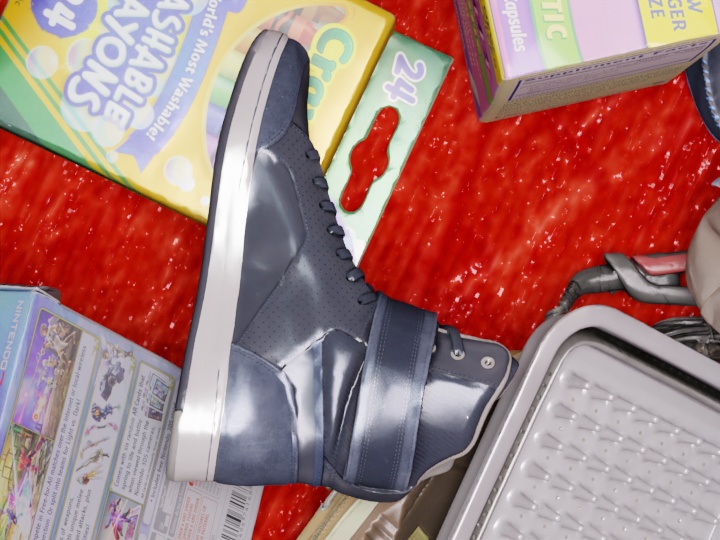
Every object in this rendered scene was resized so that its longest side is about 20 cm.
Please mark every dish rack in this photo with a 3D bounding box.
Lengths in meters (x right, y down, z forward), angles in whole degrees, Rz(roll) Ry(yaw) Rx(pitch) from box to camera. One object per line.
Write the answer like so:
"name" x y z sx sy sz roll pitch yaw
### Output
"dish rack" 0.104 0.126 1.048 0.171 0.043 0.201 26 88 -31

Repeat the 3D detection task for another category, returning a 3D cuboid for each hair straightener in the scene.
"hair straightener" 0.185 0.023 1.078 0.198 0.041 0.078 -6 89 -6

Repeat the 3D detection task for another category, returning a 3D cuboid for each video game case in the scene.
"video game case" -0.123 0.131 0.993 0.045 0.181 0.202 2 71 34

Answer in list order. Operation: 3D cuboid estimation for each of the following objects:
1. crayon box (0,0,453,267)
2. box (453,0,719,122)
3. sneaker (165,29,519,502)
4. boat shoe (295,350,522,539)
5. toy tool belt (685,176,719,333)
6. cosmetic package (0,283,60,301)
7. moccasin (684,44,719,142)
"crayon box" -0.070 -0.089 1.077 0.199 0.052 0.127 25 89 0
"box" 0.084 -0.167 1.006 0.096 0.200 0.178 -12 89 -1
"sneaker" 0.000 0.001 1.005 0.145 0.077 0.204 7 78 -1
"boat shoe" 0.013 0.107 1.063 0.200 0.076 0.072 -44 124 -20
"toy tool belt" 0.232 -0.048 1.014 0.200 0.123 0.125 -40 66 -17
"cosmetic package" -0.187 0.103 1.044 0.089 0.107 0.202 0 87 1
"moccasin" 0.184 -0.157 1.071 0.080 0.068 0.202 1 89 0
